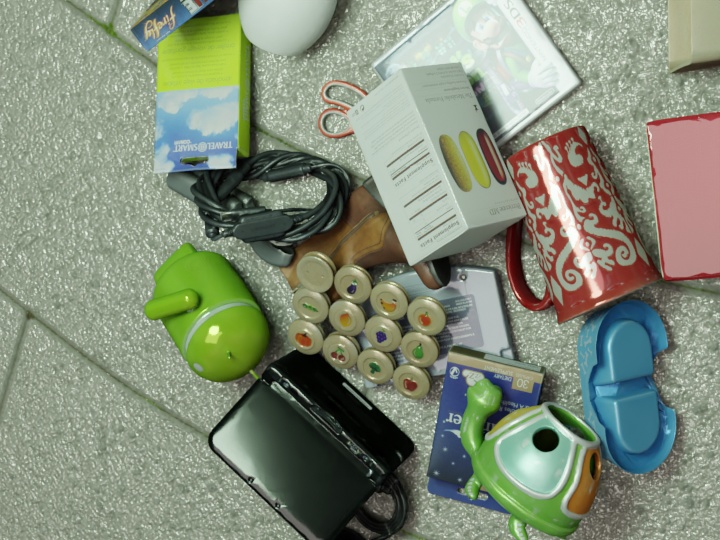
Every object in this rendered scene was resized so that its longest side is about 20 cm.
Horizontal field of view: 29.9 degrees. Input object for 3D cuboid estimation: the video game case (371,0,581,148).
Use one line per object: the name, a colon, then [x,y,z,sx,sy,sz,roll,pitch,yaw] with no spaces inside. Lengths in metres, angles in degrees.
video game case: [0.139,-0.241,1.649,0.199,0.023,0.183,-37,83,17]

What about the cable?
cable: [-0.109,-0.094,1.682,0.197,0.164,0.051,-14,128,-12]

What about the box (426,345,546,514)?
box: [0.151,0.203,1.660,0.119,0.032,0.203,12,108,11]

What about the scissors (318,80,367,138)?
scissors: [0.034,-0.178,1.692,0.198,0.014,0.074,22,99,16]

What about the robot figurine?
robot figurine: [-0.189,0.057,1.709,0.116,0.175,0.201,-42,53,6]

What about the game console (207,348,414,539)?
game console: [-0.058,0.214,1.677,0.200,0.176,0.117,42,112,9]

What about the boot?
boot: [0.000,0.000,1.669,0.200,0.068,0.189,-42,65,16]

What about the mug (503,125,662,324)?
mug: [0.235,-0.047,1.582,0.176,0.133,0.202,-24,84,15]

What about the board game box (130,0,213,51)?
board game box: [-0.203,-0.347,1.656,0.135,0.201,0.035,-34,108,18]

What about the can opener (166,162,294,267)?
can opener: [-0.167,-0.068,1.734,0.198,0.053,0.068,29,117,23]

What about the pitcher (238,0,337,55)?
pitcher: [-0.059,-0.372,1.652,0.121,0.170,0.202,46,129,34]

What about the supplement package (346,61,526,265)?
supplement package: [0.088,-0.125,1.575,0.109,0.113,0.202,-33,77,46]

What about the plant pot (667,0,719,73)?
plant pot: [0.434,-0.324,1.470,0.174,0.200,0.204,0,95,6]

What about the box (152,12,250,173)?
box: [-0.201,-0.221,1.721,0.120,0.048,0.203,-3,79,17]

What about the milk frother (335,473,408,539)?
milk frother: [-0.033,0.354,1.669,0.178,0.188,0.203,-7,93,17]

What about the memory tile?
memory tile: [0.005,0.069,1.652,0.198,0.017,0.155,22,125,13]

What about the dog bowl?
dog bowl: [0.310,0.137,1.589,0.049,0.110,0.203,-3,95,60]

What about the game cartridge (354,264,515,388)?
game cartridge: [0.086,0.065,1.686,0.197,0.041,0.135,-11,95,18]

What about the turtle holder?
turtle holder: [0.203,0.217,1.577,0.133,0.140,0.186,-59,35,18]

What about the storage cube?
storage cube: [0.421,-0.087,1.497,0.177,0.171,0.203,-5,94,18]
